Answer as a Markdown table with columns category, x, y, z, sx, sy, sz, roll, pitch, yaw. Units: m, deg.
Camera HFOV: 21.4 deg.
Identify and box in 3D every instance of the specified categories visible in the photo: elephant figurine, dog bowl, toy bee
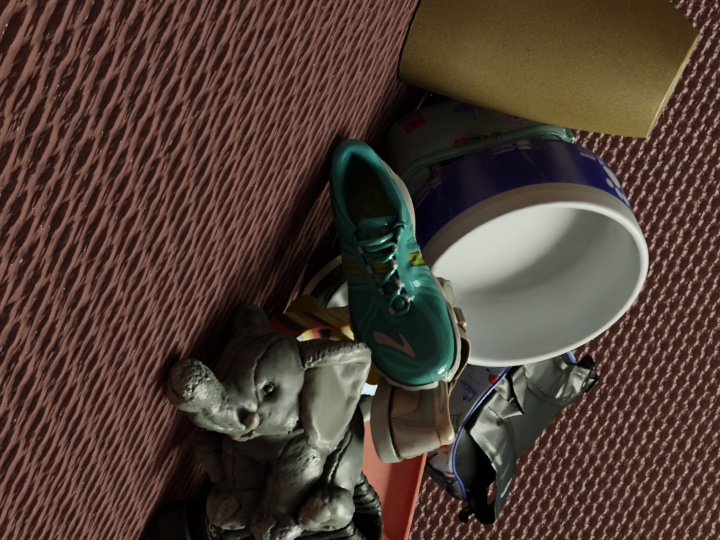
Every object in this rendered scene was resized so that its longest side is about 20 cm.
| category | x | y | z | sx | sy | sz | roll | pitch | yaw |
| --- | --- | --- | --- | --- | --- | --- | --- | --- | --- |
| elephant figurine | -0.058 | 0.088 | 1.346 | 0.155 | 0.141 | 0.201 | -99 | -178 | -49 |
| dog bowl | 0.133 | -0.013 | 1.589 | 0.200 | 0.199 | 0.079 | 110 | -26 | -43 |
| toy bee | -0.006 | 0.050 | 1.531 | 0.200 | 0.131 | 0.109 | -5 | 114 | -62 |

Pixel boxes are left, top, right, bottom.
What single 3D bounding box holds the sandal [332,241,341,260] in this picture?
| category | x | y | z | sx | sy | sz | roll | pitch | yaw |
| --- | --- | --- | --- | --- | --- | --- | --- | --- | --- |
| sandal | 0.000 | 0.000 | 1.693 | 0.076 | 0.043 | 0.200 | -58 | 171 | -30 |

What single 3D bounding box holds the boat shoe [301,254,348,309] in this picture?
| category | x | y | z | sx | sy | sz | roll | pitch | yaw |
| --- | --- | --- | --- | --- | --- | --- | --- | --- | --- |
| boat shoe | -0.016 | 0.051 | 1.640 | 0.072 | 0.068 | 0.200 | -32 | 156 | -28 |

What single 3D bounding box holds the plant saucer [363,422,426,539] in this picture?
| category | x | y | z | sx | sy | sz | roll | pitch | yaw |
| --- | --- | --- | --- | --- | --- | --- | --- | --- | --- |
| plant saucer | -0.042 | 0.193 | 1.682 | 0.199 | 0.037 | 0.200 | -11 | 135 | -23 |

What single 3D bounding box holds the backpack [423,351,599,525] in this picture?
| category | x | y | z | sx | sy | sz | roll | pitch | yaw |
| --- | --- | --- | --- | --- | --- | --- | --- | --- | --- |
| backpack | 0.111 | 0.105 | 1.747 | 0.200 | 0.154 | 0.191 | -52 | 164 | -12 |

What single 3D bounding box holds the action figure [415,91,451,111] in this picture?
| category | x | y | z | sx | sy | sz | roll | pitch | yaw |
| --- | --- | --- | --- | --- | --- | --- | --- | --- | --- |
| action figure | 0.103 | -0.135 | 1.710 | 0.119 | 0.102 | 0.200 | -52 | 176 | 12 |

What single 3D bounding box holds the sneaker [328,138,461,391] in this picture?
| category | x | y | z | sx | sy | sz | roll | pitch | yaw |
| --- | --- | --- | --- | --- | --- | --- | --- | --- | --- |
| sneaker | 0.015 | -0.005 | 1.401 | 0.077 | 0.201 | 0.080 | -20 | 158 | 1 |

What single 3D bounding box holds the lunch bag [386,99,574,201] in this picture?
| category | x | y | z | sx | sy | sz | roll | pitch | yaw |
| --- | --- | --- | --- | --- | --- | --- | --- | --- | --- |
| lunch bag | 0.109 | -0.065 | 1.643 | 0.200 | 0.160 | 0.077 | 79 | -2 | -49 |

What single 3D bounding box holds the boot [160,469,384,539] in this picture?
| category | x | y | z | sx | sy | sz | roll | pitch | yaw |
| --- | --- | --- | --- | --- | --- | --- | --- | --- | --- |
| boot | -0.054 | 0.205 | 1.523 | 0.211 | 0.157 | 0.080 | 26 | 50 | -76 |

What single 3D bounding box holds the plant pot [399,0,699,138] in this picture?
| category | x | y | z | sx | sy | sz | roll | pitch | yaw |
| --- | --- | --- | --- | --- | --- | --- | --- | --- | --- |
| plant pot | 0.161 | -0.193 | 1.521 | 0.187 | 0.199 | 0.186 | -62 | 172 | -14 |

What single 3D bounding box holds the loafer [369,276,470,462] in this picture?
| category | x | y | z | sx | sy | sz | roll | pitch | yaw |
| --- | --- | --- | --- | --- | --- | --- | --- | --- | --- |
| loafer | 0.058 | 0.073 | 1.447 | 0.200 | 0.063 | 0.072 | -70 | 148 | -53 |
